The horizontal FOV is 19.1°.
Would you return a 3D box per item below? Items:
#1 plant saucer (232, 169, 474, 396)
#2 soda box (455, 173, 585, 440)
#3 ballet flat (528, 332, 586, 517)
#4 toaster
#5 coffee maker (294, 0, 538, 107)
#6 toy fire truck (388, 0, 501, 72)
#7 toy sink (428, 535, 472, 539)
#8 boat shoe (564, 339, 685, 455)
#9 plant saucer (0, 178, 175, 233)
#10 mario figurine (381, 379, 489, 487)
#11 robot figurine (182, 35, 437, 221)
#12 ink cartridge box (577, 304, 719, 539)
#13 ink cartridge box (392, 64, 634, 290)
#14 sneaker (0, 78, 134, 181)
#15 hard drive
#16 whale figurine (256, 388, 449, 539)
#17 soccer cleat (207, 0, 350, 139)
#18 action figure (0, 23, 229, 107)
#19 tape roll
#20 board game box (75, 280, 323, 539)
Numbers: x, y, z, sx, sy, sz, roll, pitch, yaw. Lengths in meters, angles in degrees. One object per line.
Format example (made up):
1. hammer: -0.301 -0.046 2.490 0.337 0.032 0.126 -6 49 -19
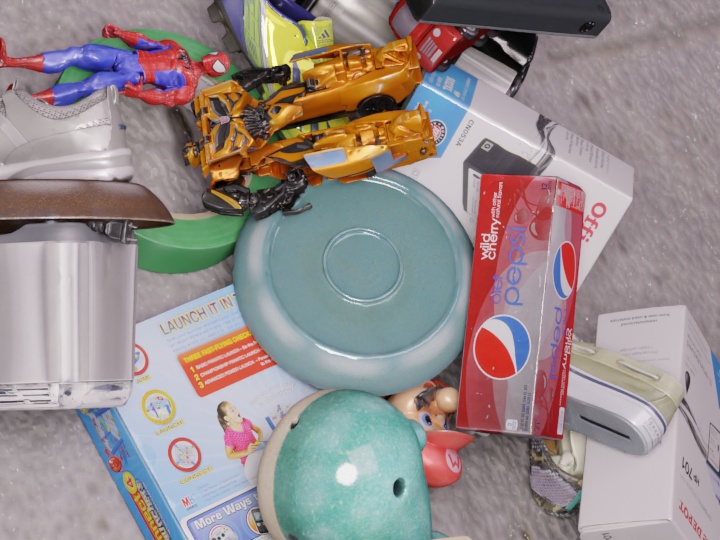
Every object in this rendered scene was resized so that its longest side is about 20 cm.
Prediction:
1. plant saucer: 0.000 0.000 1.672 0.198 0.027 0.202 4 64 -8
2. soda box: 0.126 0.028 1.668 0.063 0.069 0.202 15 80 -59
3. ballet flat: 0.171 0.104 1.797 0.071 0.072 0.202 9 60 -26
4. toaster: -0.234 0.034 1.519 0.113 0.198 0.131 2 85 -64
5. coffee maker: 0.051 -0.217 1.863 0.199 0.135 0.193 35 51 -10
6. toy fire truck: 0.069 -0.253 1.781 0.141 0.049 0.200 46 40 5
7. toy sink: 0.019 0.304 1.556 0.129 0.201 0.112 -3 37 -31
8. boat shoe: 0.172 0.088 1.722 0.199 0.072 0.062 26 57 37
9. plant saucer: -0.234 -0.046 1.560 0.199 0.200 0.032 1 88 -30
10. mario figurine: 0.048 0.076 1.713 0.122 0.106 0.201 -10 63 -11
11. robot figurine: -0.045 -0.117 1.677 0.198 0.058 0.146 -13 56 3
12. ink cartridge box: 0.246 0.153 1.764 0.147 0.085 0.201 51 37 -47
13. ink cartridge box: 0.107 -0.061 1.769 0.199 0.146 0.084 29 22 -4
14. sneaker: -0.268 -0.102 1.608 0.198 0.075 0.083 -1 88 2
15. hard drive: 0.101 -0.257 1.745 0.199 0.033 0.140 0 55 -40
16. whale figurine: 0.014 0.177 1.576 0.200 0.103 0.160 52 59 -29
17. soccer cleat: -0.046 -0.163 1.757 0.201 0.083 0.065 57 12 -3
18. action figure: -0.190 -0.158 1.685 0.199 0.052 0.066 -6 63 -35
19. tape roll: -0.161 -0.097 1.726 0.199 0.048 0.202 14 58 -23
20. board game box: -0.099 0.120 1.638 0.199 0.056 0.197 -22 76 -37
